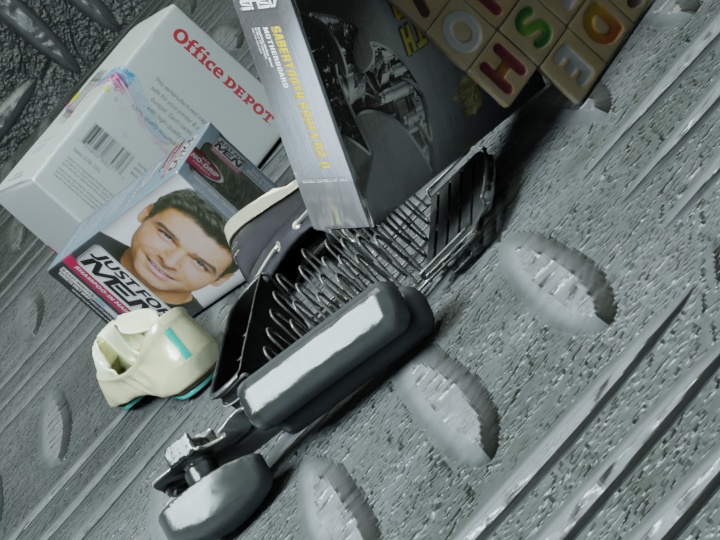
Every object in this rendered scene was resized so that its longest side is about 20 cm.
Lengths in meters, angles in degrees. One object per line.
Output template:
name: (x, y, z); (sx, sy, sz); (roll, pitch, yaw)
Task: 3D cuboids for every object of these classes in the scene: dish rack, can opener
dish rack: (0.000, 0.000, 1.518); (0.200, 0.055, 0.154); (-44, 15, 18)
can opener: (-0.037, 0.081, 1.436); (0.200, 0.067, 0.053); (-41, -25, 21)

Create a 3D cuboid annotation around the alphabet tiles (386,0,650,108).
alphabet tiles: (0.102, -0.200, 1.507); (0.200, 0.167, 0.008); (-54, 14, -23)

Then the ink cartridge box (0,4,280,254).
ink cartridge box: (-0.183, -0.098, 2.163); (0.200, 0.145, 0.145); (-52, 14, -16)

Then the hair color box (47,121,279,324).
hair color box: (-0.141, -0.022, 1.919); (0.200, 0.099, 0.061); (-33, 20, 48)

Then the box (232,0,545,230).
box: (0.020, -0.137, 1.507); (0.048, 0.159, 0.200); (-3, 25, 40)

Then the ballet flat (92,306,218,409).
ballet flat: (-0.154, 0.057, 1.819); (0.070, 0.069, 0.200); (-53, 14, -19)

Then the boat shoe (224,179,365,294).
boat shoe: (-0.009, -0.041, 1.695); (0.200, 0.073, 0.063); (-32, 63, 35)
